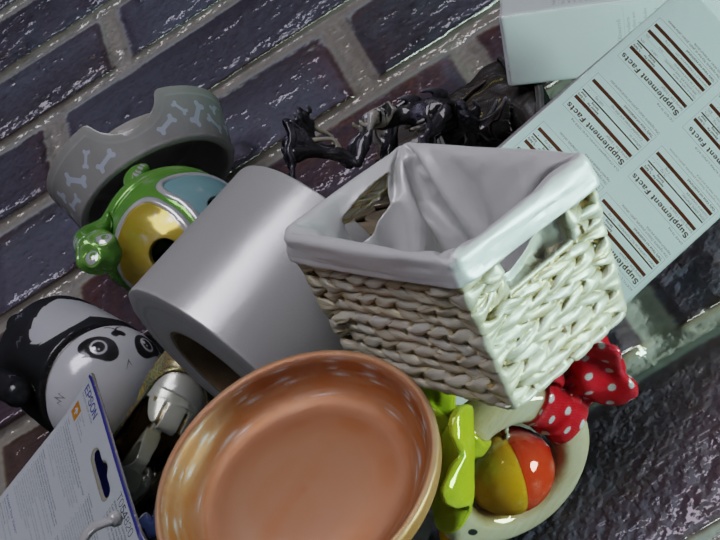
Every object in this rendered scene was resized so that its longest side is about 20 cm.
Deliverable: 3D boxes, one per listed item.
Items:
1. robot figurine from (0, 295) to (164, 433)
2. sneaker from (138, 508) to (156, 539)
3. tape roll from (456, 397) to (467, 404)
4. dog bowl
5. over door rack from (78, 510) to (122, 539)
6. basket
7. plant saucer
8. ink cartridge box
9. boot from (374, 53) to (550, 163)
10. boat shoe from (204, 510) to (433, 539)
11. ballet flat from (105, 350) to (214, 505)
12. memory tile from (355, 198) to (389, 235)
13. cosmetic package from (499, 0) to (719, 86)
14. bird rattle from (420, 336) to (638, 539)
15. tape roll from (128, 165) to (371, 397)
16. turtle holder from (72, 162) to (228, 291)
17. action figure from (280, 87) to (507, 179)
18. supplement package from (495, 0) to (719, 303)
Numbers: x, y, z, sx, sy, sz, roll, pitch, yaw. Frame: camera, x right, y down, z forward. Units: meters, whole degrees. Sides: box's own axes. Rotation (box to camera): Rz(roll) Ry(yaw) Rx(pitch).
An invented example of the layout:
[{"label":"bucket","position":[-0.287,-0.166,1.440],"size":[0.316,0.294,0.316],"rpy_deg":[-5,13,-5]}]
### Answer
[{"label":"robot figurine","position":[-0.264,0.092,1.377],"size":[0.150,0.125,0.200],"rpy_deg":[-47,37,-16]},{"label":"sneaker","position":[-0.102,0.238,1.151],"size":[0.199,0.081,0.115],"rpy_deg":[-21,43,29]},{"label":"tape roll","position":[0.003,0.114,1.226],"size":[0.202,0.037,0.203],"rpy_deg":[-21,39,18]},{"label":"dog bowl","position":[-0.219,-0.103,1.510],"size":[0.200,0.200,0.059],"rpy_deg":[-33,69,3]},{"label":"over door rack","position":[-0.107,0.266,1.026],"size":[0.067,0.200,0.148],"rpy_deg":[-37,35,-19]},{"label":"basket","position":[0.066,0.000,0.996],"size":[0.135,0.124,0.200],"rpy_deg":[-37,26,-26]},{"label":"plant saucer","position":[-0.039,0.141,0.964],"size":[0.200,0.037,0.200],"rpy_deg":[-14,45,15]},{"label":"ink cartridge box","position":[-0.239,0.222,1.218],"size":[0.200,0.041,0.200],"rpy_deg":[-51,41,22]},{"label":"boot","position":[0.096,-0.125,1.380],"size":[0.174,0.069,0.200],"rpy_deg":[-27,28,6]},{"label":"boat shoe","position":[-0.032,0.190,1.053],"size":[0.093,0.200,0.075],"rpy_deg":[30,109,29]},{"label":"ballet flat","position":[-0.178,0.140,1.271],"size":[0.200,0.071,0.071],"rpy_deg":[-52,35,14]},{"label":"memory tile","position":[0.043,-0.050,1.305],"size":[0.153,0.017,0.200],"rpy_deg":[3,19,38]},{"label":"cosmetic package","position":[0.229,-0.227,1.325],"size":[0.199,0.071,0.102],"rpy_deg":[-5,28,11]},{"label":"bird rattle","position":[0.106,0.118,1.044],"size":[0.200,0.163,0.113],"rpy_deg":[-26,39,-25]},{"label":"tape roll","position":[-0.066,0.035,1.169],"size":[0.202,0.203,0.139],"rpy_deg":[21,63,47]},{"label":"turtle holder","position":[-0.178,-0.033,1.400],"size":[0.132,0.185,0.141],"rpy_deg":[27,86,49]},{"label":"action figure","position":[0.032,-0.107,1.297],"size":[0.199,0.102,0.119],"rpy_deg":[-6,11,-6]},{"label":"supplement package","position":[0.199,-0.078,1.125],"size":[0.200,0.147,0.191],"rpy_deg":[-41,-2,-7]}]
